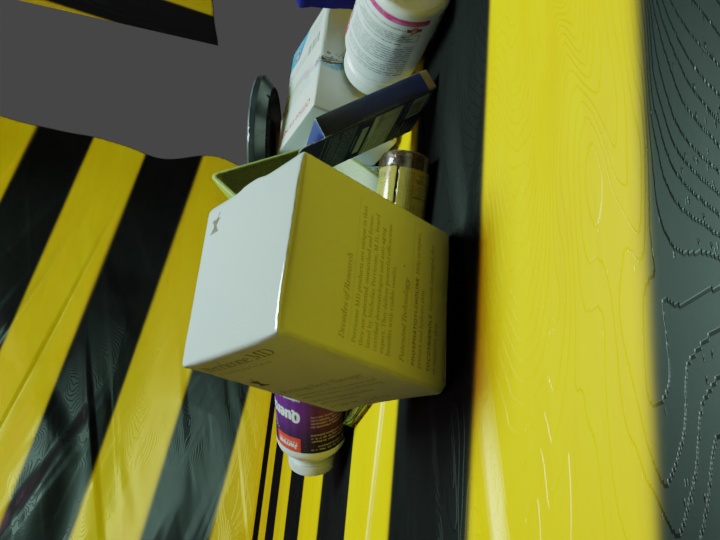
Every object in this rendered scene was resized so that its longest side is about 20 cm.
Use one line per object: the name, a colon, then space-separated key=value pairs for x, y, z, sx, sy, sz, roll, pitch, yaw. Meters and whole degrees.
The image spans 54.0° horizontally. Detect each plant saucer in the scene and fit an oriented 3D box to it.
plant saucer: x=-0.067 y=-0.091 z=0.939 sx=0.199 sy=0.197 sz=0.049 roll=38 pitch=138 yaw=39

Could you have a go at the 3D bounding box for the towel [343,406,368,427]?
towel: x=0.006 y=0.148 z=0.987 sx=0.201 sy=0.018 sz=0.088 roll=116 pitch=160 yaw=-58

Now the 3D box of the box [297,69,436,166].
box: x=-0.006 y=-0.178 z=0.895 sx=0.033 sy=0.197 sz=0.121 roll=58 pitch=160 yaw=7

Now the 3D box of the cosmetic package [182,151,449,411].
cosmetic package: x=-0.038 y=0.025 z=0.685 sx=0.165 sy=0.197 sz=0.171 roll=-21 pitch=55 yaw=45

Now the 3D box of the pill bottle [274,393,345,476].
pill bottle: x=-0.077 y=0.208 z=1.084 sx=0.113 sy=0.109 sz=0.205 roll=-106 pitch=15 yaw=-68

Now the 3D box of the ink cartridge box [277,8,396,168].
ink cartridge box: x=-0.029 y=-0.274 z=1.109 sx=0.146 sy=0.143 sz=0.205 roll=-36 pitch=42 yaw=55

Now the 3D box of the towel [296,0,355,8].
towel: x=0.014 y=-0.409 z=0.933 sx=0.148 sy=0.195 sz=0.051 roll=126 pitch=134 yaw=-67

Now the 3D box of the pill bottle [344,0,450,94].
pill bottle: x=0.041 y=-0.325 z=0.937 sx=0.200 sy=0.110 sz=0.117 roll=126 pitch=152 yaw=-68

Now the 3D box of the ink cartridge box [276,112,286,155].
ink cartridge box: x=-0.078 y=-0.160 z=1.247 sx=0.047 sy=0.197 sz=0.164 roll=-28 pitch=46 yaw=41

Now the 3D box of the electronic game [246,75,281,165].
electronic game: x=-0.160 y=-0.214 z=1.159 sx=0.200 sy=0.040 sz=0.206 roll=2 pitch=-90 yaw=-88

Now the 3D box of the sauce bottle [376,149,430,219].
sauce bottle: x=0.040 y=-0.034 z=0.823 sx=0.065 sy=0.063 sz=0.206 roll=157 pitch=123 yaw=-78

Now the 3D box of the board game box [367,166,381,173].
board game box: x=-0.054 y=-0.090 z=1.018 sx=0.202 sy=0.193 sz=0.044 roll=-94 pitch=8 yaw=-55
